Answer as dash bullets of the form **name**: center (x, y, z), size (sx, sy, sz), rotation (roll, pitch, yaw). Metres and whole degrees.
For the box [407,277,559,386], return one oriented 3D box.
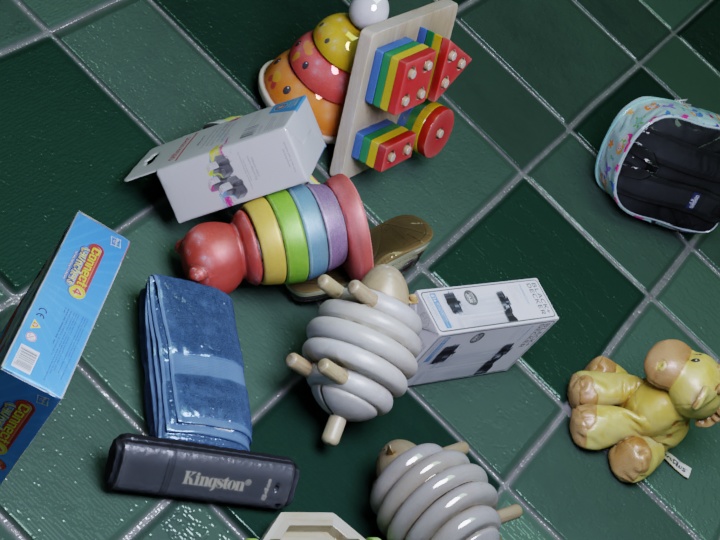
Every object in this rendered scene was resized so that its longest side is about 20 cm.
- **box**: center (0.120, 0.071, 1.677), size (0.199, 0.117, 0.060), rotation (-5, 57, -42)

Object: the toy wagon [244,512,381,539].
- **toy wagon**: center (-0.032, 0.324, 1.382), size (0.154, 0.040, 0.201), rotation (7, 51, -34)

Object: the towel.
- **towel**: center (-0.167, 0.098, 1.476), size (0.111, 0.049, 0.201), rotation (13, 46, -30)

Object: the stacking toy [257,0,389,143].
- **stacking toy**: center (-0.026, -0.271, 1.806), size (0.145, 0.200, 0.147), rotation (22, 37, -18)

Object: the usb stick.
- **usb stick**: center (-0.151, 0.194, 1.399), size (0.199, 0.056, 0.033), rotation (13, 3, -31)

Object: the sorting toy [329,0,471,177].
- **sorting toy**: center (0.063, -0.218, 1.823), size (0.069, 0.201, 0.198), rotation (29, 34, 24)

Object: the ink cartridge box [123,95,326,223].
- **ink cartridge box**: center (-0.148, -0.118, 1.607), size (0.115, 0.198, 0.068), rotation (-68, 138, -64)

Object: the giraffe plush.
- **giraffe plush**: center (0.371, 0.155, 1.761), size (0.199, 0.162, 0.173), rotation (26, 41, -16)

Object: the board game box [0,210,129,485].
- **board game box**: center (-0.291, 0.082, 1.274), size (0.056, 0.196, 0.201), rotation (29, 41, -13)

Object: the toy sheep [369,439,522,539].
- **toy sheep**: center (0.084, 0.247, 1.476), size (0.137, 0.139, 0.200), rotation (-8, 42, -43)

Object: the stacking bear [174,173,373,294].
- **stacking bear**: center (-0.099, -0.029, 1.580), size (0.198, 0.114, 0.122), rotation (-16, 44, -17)

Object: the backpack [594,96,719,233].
- **backpack**: center (0.441, -0.160, 2.106), size (0.198, 0.179, 0.151), rotation (9, 26, -27)

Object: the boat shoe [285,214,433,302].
- **boat shoe**: center (0.000, 0.000, 1.685), size (0.199, 0.065, 0.073), rotation (-21, 48, -27)

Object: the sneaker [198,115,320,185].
- **sneaker**: center (-0.095, -0.115, 1.712), size (0.200, 0.078, 0.090), rotation (43, 30, -2)

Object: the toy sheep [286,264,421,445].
- **toy sheep**: center (-0.003, 0.088, 1.539), size (0.137, 0.138, 0.201), rotation (28, 77, -15)
